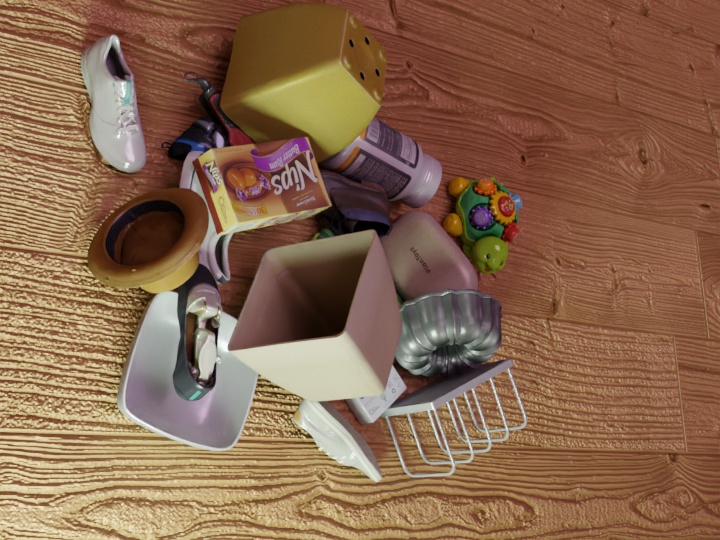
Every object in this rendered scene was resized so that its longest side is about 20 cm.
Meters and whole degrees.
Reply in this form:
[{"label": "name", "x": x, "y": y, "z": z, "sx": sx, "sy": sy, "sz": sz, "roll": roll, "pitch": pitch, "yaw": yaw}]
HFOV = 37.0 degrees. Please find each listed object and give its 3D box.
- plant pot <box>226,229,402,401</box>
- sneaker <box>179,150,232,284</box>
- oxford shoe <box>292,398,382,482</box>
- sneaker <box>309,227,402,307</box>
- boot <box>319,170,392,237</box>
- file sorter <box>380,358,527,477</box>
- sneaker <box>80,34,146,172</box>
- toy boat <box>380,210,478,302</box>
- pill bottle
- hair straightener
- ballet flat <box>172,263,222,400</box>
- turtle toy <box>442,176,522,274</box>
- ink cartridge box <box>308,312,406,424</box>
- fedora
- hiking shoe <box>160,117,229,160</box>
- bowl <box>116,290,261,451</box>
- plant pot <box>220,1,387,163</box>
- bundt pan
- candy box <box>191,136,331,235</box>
[{"label": "plant pot", "x": -0.045, "y": 0.086, "z": 1.590, "sx": 0.177, "sy": 0.199, "sz": 0.201, "roll": 56, "pitch": 38, "yaw": -36}, {"label": "sneaker", "x": -0.221, "y": -0.076, "z": 1.590, "sx": 0.073, "sy": 0.070, "sz": 0.201, "roll": -25, "pitch": 114, "yaw": -72}, {"label": "oxford shoe", "x": -0.036, "y": 0.268, "z": 1.694, "sx": 0.058, "sy": 0.075, "sz": 0.200, "roll": -40, "pitch": 116, "yaw": 5}, {"label": "sneaker", "x": 0.000, "y": 0.000, "z": 1.782, "sx": 0.200, "sy": 0.074, "sz": 0.084, "roll": 39, "pitch": 61, "yaw": -22}, {"label": "boot", "x": -0.039, "y": -0.104, "z": 1.746, "sx": 0.199, "sy": 0.075, "sz": 0.097, "roll": 2, "pitch": 40, "yaw": -20}, {"label": "file sorter", "x": 0.161, "y": 0.246, "z": 1.795, "sx": 0.199, "sy": 0.138, "sz": 0.125, "roll": -23, "pitch": 94, "yaw": -39}, {"label": "sneaker", "x": -0.354, "y": -0.245, "z": 1.573, "sx": 0.075, "sy": 0.088, "sz": 0.201, "roll": -17, "pitch": 88, "yaw": -40}, {"label": "toy boat", "x": 0.117, "y": 0.001, "z": 1.849, "sx": 0.200, "sy": 0.130, "sz": 0.131, "roll": 53, "pitch": 5, "yaw": 14}, {"label": "pill bottle", "x": 0.035, "y": -0.188, "z": 1.836, "sx": 0.199, "sy": 0.116, "sz": 0.117, "roll": 26, "pitch": 63, "yaw": -30}, {"label": "hair straightener", "x": -0.219, "y": -0.228, "z": 1.685, "sx": 0.041, "sy": 0.077, "sz": 0.200, "roll": -43, "pitch": 120, "yaw": -13}, {"label": "ballet flat", "x": -0.220, "y": 0.081, "z": 1.502, "sx": 0.073, "sy": 0.073, "sz": 0.201, "roll": 15, "pitch": 68, "yaw": -33}, {"label": "turtle toy", "x": 0.233, "y": -0.084, "z": 1.965, "sx": 0.145, "sy": 0.101, "sz": 0.201, "roll": 24, "pitch": 64, "yaw": -30}, {"label": "ink cartridge box", "x": -0.012, "y": 0.141, "z": 1.756, "sx": 0.099, "sy": 0.039, "sz": 0.201, "roll": -39, "pitch": 103, "yaw": -37}, {"label": "fedora", "x": -0.288, "y": -0.029, "z": 1.521, "sx": 0.201, "sy": 0.200, "sz": 0.082, "roll": -60, "pitch": 142, "yaw": -32}, {"label": "hiking shoe", "x": -0.213, "y": -0.136, "z": 1.661, "sx": 0.087, "sy": 0.074, "sz": 0.200, "roll": -40, "pitch": 87, "yaw": -20}, {"label": "bowl", "x": -0.252, "y": 0.150, "z": 1.548, "sx": 0.199, "sy": 0.075, "sz": 0.201, "roll": 27, "pitch": 61, "yaw": -28}, {"label": "plant pot", "x": -0.070, "y": -0.302, "z": 1.688, "sx": 0.194, "sy": 0.199, "sz": 0.196, "roll": 41, "pitch": 44, "yaw": -42}, {"label": "bundt pan", "x": 0.142, "y": 0.113, "z": 1.769, "sx": 0.201, "sy": 0.202, "sz": 0.076, "roll": 15, "pitch": 50, "yaw": -33}, {"label": "candy box", "x": -0.143, "y": -0.127, "z": 1.599, "sx": 0.199, "sy": 0.056, "sz": 0.117, "roll": -14, "pitch": 82, "yaw": -46}]
